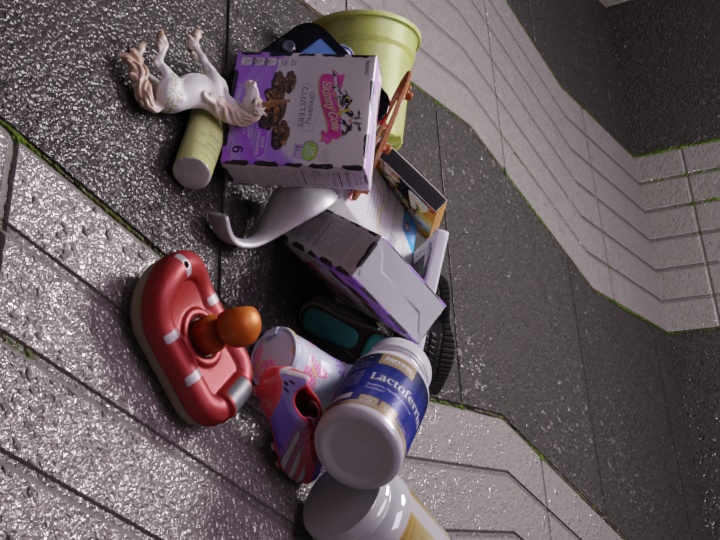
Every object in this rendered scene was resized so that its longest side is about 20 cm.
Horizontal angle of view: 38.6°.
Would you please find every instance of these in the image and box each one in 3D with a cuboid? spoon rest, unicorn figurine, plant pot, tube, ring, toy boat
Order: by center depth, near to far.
[{"bbox_3d":[-0.170,0.070,1.178,0.203,0.129,0.131,63,29,-14],"label":"toy boat"},{"bbox_3d":[-0.208,-0.242,1.329,0.197,0.074,0.140,-19,80,-25],"label":"unicorn figurine"},{"bbox_3d":[-0.204,-0.191,1.368,0.202,0.051,0.059,-82,-179,-48],"label":"tube"},{"bbox_3d":[-0.116,-0.078,1.399,0.198,0.098,0.062,-25,119,-38],"label":"spoon rest"},{"bbox_3d":[0.035,-0.191,1.482,0.019,0.202,0.202,22,42,-6],"label":"ring"},{"bbox_3d":[0.002,-0.288,1.664,0.199,0.197,0.188,20,66,-55],"label":"plant pot"}]

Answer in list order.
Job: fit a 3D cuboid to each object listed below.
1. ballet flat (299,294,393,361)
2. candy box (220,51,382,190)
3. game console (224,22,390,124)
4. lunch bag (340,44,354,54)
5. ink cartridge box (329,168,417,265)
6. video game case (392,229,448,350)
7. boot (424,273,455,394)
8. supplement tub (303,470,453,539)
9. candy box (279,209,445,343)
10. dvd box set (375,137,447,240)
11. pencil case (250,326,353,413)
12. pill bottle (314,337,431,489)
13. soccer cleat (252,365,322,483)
[{"bbox_3d":[0.005,0.096,1.463,0.198,0.068,0.064,32,25,3],"label":"ballet flat"},{"bbox_3d":[-0.076,-0.203,1.388,0.072,0.195,0.171,70,25,-69],"label":"candy box"},{"bbox_3d":[-0.073,-0.250,1.469,0.176,0.031,0.200,-37,73,-21],"label":"game console"},{"bbox_3d":[-0.067,-0.236,1.520,0.076,0.157,0.204,99,-12,-65],"label":"lunch bag"},{"bbox_3d":[0.000,-0.080,1.620,0.201,0.083,0.146,53,32,-32],"label":"ink cartridge box"},{"bbox_3d":[0.083,0.053,1.566,0.182,0.023,0.204,129,-25,-76],"label":"video game case"},{"bbox_3d":[0.115,0.098,1.737,0.138,0.076,0.205,-129,-134,-83],"label":"boot"},{"bbox_3d":[0.027,0.352,1.344,0.201,0.142,0.146,52,33,-30],"label":"supplement tub"},{"bbox_3d":[0.000,0.000,1.445,0.072,0.199,0.168,-51,127,-9],"label":"candy box"},{"bbox_3d":[0.073,-0.127,1.671,0.146,0.029,0.200,45,-8,7],"label":"dvd box set"},{"bbox_3d":[-0.060,0.145,1.377,0.199,0.082,0.093,33,60,-48],"label":"pencil case"},{"bbox_3d":[0.023,0.174,1.307,0.117,0.114,0.200,62,27,-15],"label":"pill bottle"},{"bbox_3d":[-0.074,0.199,1.285,0.067,0.075,0.203,-63,146,-44],"label":"soccer cleat"}]
